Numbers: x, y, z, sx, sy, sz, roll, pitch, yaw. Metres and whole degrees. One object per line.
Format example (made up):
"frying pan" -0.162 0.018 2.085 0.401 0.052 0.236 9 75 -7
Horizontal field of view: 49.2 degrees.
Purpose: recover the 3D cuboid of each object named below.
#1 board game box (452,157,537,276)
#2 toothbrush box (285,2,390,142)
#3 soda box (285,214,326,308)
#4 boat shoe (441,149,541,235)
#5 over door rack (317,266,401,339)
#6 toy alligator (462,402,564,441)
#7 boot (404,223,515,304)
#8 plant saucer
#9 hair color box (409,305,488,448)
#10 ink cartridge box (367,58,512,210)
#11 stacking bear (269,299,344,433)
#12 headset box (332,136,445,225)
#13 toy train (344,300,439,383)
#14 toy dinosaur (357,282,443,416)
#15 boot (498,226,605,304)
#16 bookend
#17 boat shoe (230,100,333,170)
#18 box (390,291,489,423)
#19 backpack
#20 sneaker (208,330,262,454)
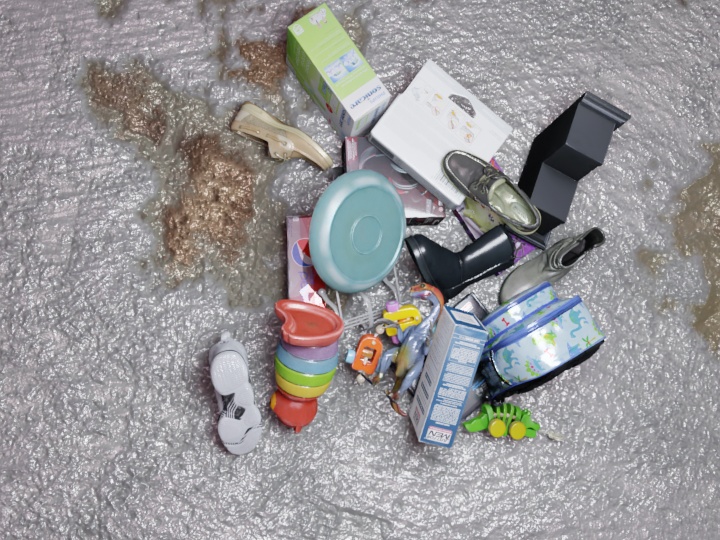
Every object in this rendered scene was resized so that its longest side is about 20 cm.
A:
"board game box" 0.243 -0.107 1.451 0.119 0.032 0.202 -33 86 -14
"toothbrush box" -0.043 -0.342 1.393 0.086 0.146 0.201 -36 87 -11
"soda box" -0.095 0.008 1.376 0.068 0.063 0.205 -1 82 -7
"boat shoe" 0.222 -0.137 1.311 0.200 0.066 0.072 40 87 4
"over door rack" 0.000 0.000 1.342 0.146 0.066 0.204 -16 111 -36
"toy alligator" 0.273 0.261 1.377 0.196 0.059 0.055 9 95 -16
"boot" 0.175 -0.034 1.342 0.166 0.201 0.077 -31 53 4
"plant saucer" 0.004 -0.060 1.270 0.197 0.027 0.205 -11 107 -37
"hair color box" 0.141 0.171 1.278 0.059 0.100 0.204 14 103 -9
"ink cartridge box" 0.139 -0.238 1.374 0.199 0.044 0.175 39 78 -2
"stacking bear" -0.098 0.168 1.300 0.111 0.122 0.204 5 115 -18
"headset box" 0.047 -0.158 1.411 0.195 0.075 0.152 -1 82 -7
"toy train" 0.077 0.128 1.342 0.196 0.056 0.153 14 104 -10
"toy dinosaur" 0.078 0.117 1.290 0.104 0.201 0.182 34 75 23
"boot" 0.335 -0.006 1.392 0.199 0.131 0.068 -40 87 -10
"bookend" 0.355 -0.168 1.368 0.091 0.200 0.202 25 70 -7
"boat shoe" -0.140 -0.225 1.407 0.198 0.071 0.065 31 84 9
"box" 0.172 0.164 1.391 0.199 0.046 0.160 -39 87 -10
"backpack" 0.283 0.110 1.286 0.181 0.200 0.149 -27 83 -22
"sneaker" -0.212 0.203 1.331 0.073 0.115 0.204 -9 116 -7
